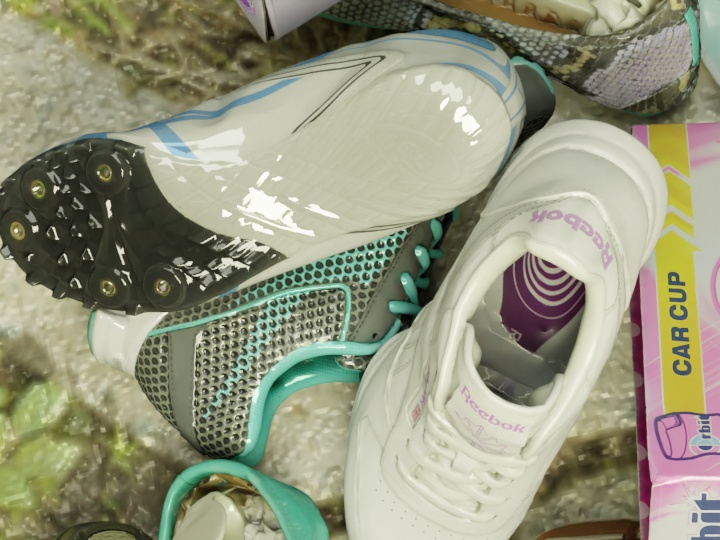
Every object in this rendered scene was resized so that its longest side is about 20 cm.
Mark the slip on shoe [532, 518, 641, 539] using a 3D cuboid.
[{"bbox_3d":[0.157,0.121,0.969,0.198,0.076,0.061,-5,106,-7],"label":"slip on shoe"}]

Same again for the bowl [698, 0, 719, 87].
[{"bbox_3d":[0.201,-0.158,1.027,0.104,0.201,0.202,-1,65,-19],"label":"bowl"}]

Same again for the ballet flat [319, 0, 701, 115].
[{"bbox_3d":[0.042,-0.124,1.071,0.199,0.072,0.072,20,69,12],"label":"ballet flat"}]

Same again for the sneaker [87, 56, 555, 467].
[{"bbox_3d":[0.000,0.000,1.025,0.200,0.078,0.091,-36,73,-2],"label":"sneaker"}]

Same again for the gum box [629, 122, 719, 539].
[{"bbox_3d":[0.154,0.025,0.967,0.113,0.066,0.201,0,41,3],"label":"gum box"}]

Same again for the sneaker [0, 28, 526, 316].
[{"bbox_3d":[-0.035,-0.035,0.975,0.199,0.073,0.072,-14,102,15],"label":"sneaker"}]

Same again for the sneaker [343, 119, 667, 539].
[{"bbox_3d":[0.036,0.043,0.939,0.074,0.201,0.100,25,31,3],"label":"sneaker"}]

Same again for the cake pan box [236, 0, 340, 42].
[{"bbox_3d":[-0.008,-0.208,1.046,0.184,0.052,0.201,-31,70,-6],"label":"cake pan box"}]

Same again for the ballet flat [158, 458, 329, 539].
[{"bbox_3d":[-0.033,0.135,0.923,0.067,0.070,0.200,-45,35,16],"label":"ballet flat"}]

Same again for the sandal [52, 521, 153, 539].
[{"bbox_3d":[-0.111,0.186,0.957,0.057,0.080,0.202,-18,47,45],"label":"sandal"}]
